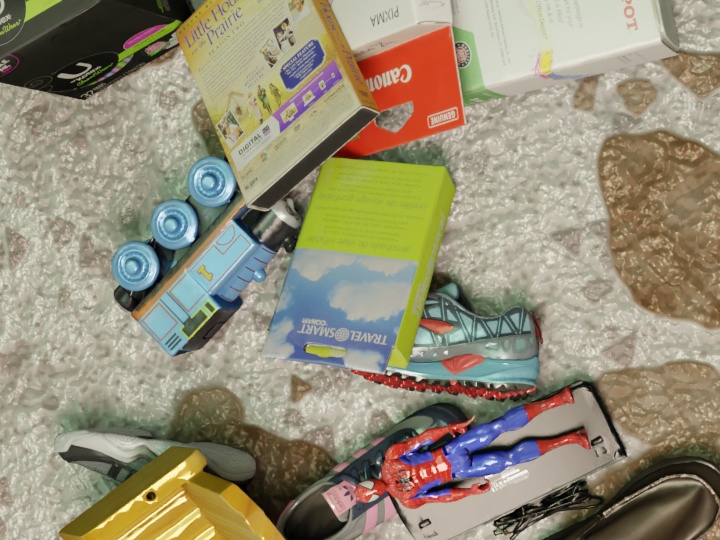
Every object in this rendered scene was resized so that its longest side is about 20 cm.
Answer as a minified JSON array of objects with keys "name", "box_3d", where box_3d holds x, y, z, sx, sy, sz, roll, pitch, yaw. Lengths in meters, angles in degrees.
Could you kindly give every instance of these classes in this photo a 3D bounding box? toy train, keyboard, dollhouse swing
[{"name":"toy train","box_3d":[-0.137,-0.019,1.489,0.114,0.087,0.200,45,102,6]},{"name":"keyboard","box_3d":[0.128,0.178,1.406,0.200,0.040,0.104,-25,91,6]},{"name":"dollhouse swing","box_3d":[-0.131,0.276,1.386,0.182,0.176,0.200,-37,105,-3]}]

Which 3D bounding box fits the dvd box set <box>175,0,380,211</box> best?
[{"name":"dvd box set","box_3d":[-0.076,-0.173,1.420,0.146,0.029,0.200,-39,60,27]}]

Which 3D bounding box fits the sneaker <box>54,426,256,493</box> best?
[{"name":"sneaker","box_3d":[-0.198,0.209,1.508,0.200,0.075,0.114,7,89,18]}]

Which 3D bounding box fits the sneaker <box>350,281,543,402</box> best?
[{"name":"sneaker","box_3d":[0.063,0.057,1.427,0.199,0.079,0.096,7,75,16]}]

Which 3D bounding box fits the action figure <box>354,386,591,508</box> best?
[{"name":"action figure","box_3d":[0.089,0.155,1.367,0.200,0.052,0.066,-21,96,7]}]

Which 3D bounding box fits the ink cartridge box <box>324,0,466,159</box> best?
[{"name":"ink cartridge box","box_3d":[0.006,-0.192,1.402,0.200,0.043,0.174,-12,84,55]}]

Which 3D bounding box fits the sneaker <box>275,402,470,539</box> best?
[{"name":"sneaker","box_3d":[0.010,0.189,1.429,0.200,0.082,0.070,-41,76,15]}]

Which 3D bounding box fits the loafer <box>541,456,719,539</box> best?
[{"name":"loafer","box_3d":[0.220,0.228,1.350,0.200,0.071,0.073,-38,95,20]}]

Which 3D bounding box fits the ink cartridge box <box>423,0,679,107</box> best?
[{"name":"ink cartridge box","box_3d":[0.155,-0.232,1.378,0.200,0.087,0.146,-13,85,22]}]

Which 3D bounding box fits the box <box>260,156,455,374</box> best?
[{"name":"box","box_3d":[0.000,0.000,1.407,0.122,0.048,0.200,6,64,23]}]

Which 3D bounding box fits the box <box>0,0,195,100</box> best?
[{"name":"box","box_3d":[-0.264,-0.248,1.472,0.148,0.200,0.125,-27,80,17]}]
